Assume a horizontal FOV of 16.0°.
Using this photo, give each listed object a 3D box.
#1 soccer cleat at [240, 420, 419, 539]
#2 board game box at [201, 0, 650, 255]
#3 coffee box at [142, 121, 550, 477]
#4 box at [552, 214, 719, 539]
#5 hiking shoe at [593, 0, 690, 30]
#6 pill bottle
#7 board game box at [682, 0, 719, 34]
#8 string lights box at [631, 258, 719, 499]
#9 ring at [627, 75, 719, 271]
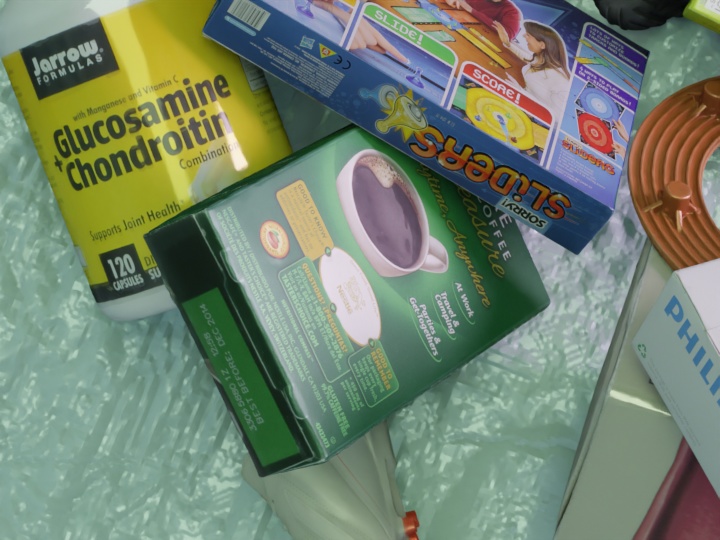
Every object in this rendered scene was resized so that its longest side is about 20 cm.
[{"bbox_3d":[-0.014,0.109,1.201,0.077,0.069,0.200,-13,73,3],"label":"soccer cleat"},{"bbox_3d":[0.035,-0.106,1.188,0.200,0.034,0.135,31,39,-9],"label":"board game box"},{"bbox_3d":[0.000,0.000,1.154,0.044,0.200,0.123,-21,98,40],"label":"coffee box"},{"bbox_3d":[0.202,0.080,1.155,0.200,0.109,0.128,19,43,5],"label":"box"},{"bbox_3d":[0.156,-0.210,1.260,0.101,0.076,0.200,28,78,22],"label":"hiking shoe"},{"bbox_3d":[-0.102,-0.086,1.189,0.112,0.112,0.200,-21,95,-3],"label":"pill bottle"},{"bbox_3d":[0.262,-0.121,1.190,0.200,0.048,0.102,27,93,2],"label":"board game box"},{"bbox_3d":[0.227,0.031,1.077,0.200,0.059,0.103,-15,62,-24],"label":"string lights box"},{"bbox_3d":[0.222,-0.031,1.185,0.200,0.019,0.201,8,43,-7],"label":"ring"}]
